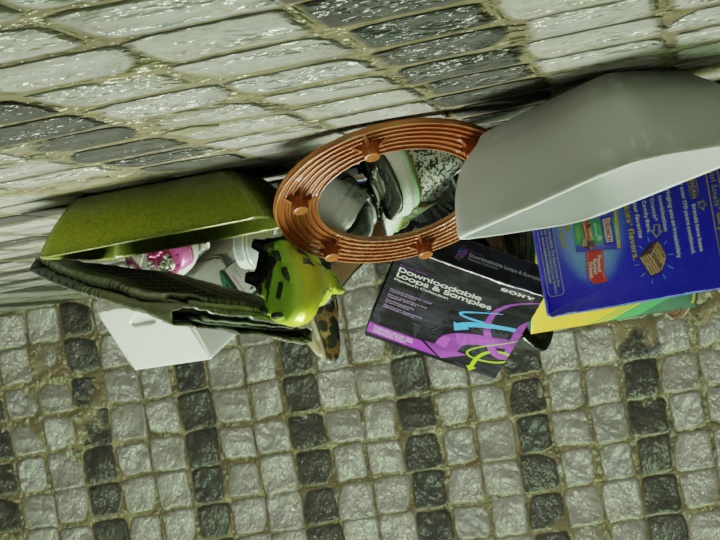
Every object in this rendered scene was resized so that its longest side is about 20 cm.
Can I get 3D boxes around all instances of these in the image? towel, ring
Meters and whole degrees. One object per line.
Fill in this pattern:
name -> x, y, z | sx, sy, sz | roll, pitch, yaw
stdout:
towel -> -0.163, 0.021, 1.443 | 0.199, 0.035, 0.192 | 17, -177, 39
ring -> 0.030, -0.055, 1.290 | 0.199, 0.019, 0.201 | -9, 151, -5

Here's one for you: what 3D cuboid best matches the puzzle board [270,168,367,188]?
puzzle board -> -0.060, -0.079, 1.620 | 0.198, 0.018, 0.151 | -11, 177, 11

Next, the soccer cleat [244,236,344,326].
soccer cleat -> -0.048, 0.007, 1.387 | 0.083, 0.065, 0.200 | 11, -174, -12

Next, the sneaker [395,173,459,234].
sneaker -> 0.085, -0.062, 1.488 | 0.115, 0.075, 0.200 | -30, 180, -4

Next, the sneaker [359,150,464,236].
sneaker -> 0.053, -0.079, 1.411 | 0.088, 0.078, 0.200 | -18, -179, -4

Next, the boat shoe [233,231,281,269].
boat shoe -> -0.056, -0.038, 1.731 | 0.071, 0.071, 0.200 | 0, -169, 30

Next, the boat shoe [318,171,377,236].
boat shoe -> -0.020, -0.045, 1.426 | 0.067, 0.074, 0.200 | 32, -173, 7

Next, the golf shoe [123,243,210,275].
golf shoe -> -0.193, -0.033, 1.683 | 0.091, 0.076, 0.200 | -21, -172, -21

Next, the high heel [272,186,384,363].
high heel -> 0.000, 0.000, 1.542 | 0.141, 0.201, 0.072 | -6, 141, -14

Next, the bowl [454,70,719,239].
bowl -> 0.179, -0.090, 1.213 | 0.199, 0.075, 0.199 | -25, 169, 41

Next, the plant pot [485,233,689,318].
plant pot -> 0.236, -0.048, 1.707 | 0.196, 0.202, 0.200 | -1, 178, -4

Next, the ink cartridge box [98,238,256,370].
ink cartridge box -> -0.168, 0.017, 1.783 | 0.145, 0.085, 0.200 | -11, -154, 46

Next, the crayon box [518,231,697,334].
crayon box -> 0.239, -0.045, 1.538 | 0.171, 0.201, 0.058 | -10, -143, -10

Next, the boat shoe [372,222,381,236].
boat shoe -> 0.025, -0.057, 1.718 | 0.066, 0.075, 0.199 | -2, -159, 19

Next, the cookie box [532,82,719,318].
cookie box -> 0.246, -0.059, 1.386 | 0.198, 0.173, 0.075 | -10, -179, 12

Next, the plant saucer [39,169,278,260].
plant saucer -> -0.163, -0.049, 1.431 | 0.198, 0.048, 0.200 | -11, 179, 9

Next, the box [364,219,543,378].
box -> 0.089, 0.031, 1.549 | 0.142, 0.036, 0.200 | 18, 151, 0

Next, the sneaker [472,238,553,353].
sneaker -> 0.104, 0.020, 1.628 | 0.090, 0.200, 0.076 | -21, -150, 44
